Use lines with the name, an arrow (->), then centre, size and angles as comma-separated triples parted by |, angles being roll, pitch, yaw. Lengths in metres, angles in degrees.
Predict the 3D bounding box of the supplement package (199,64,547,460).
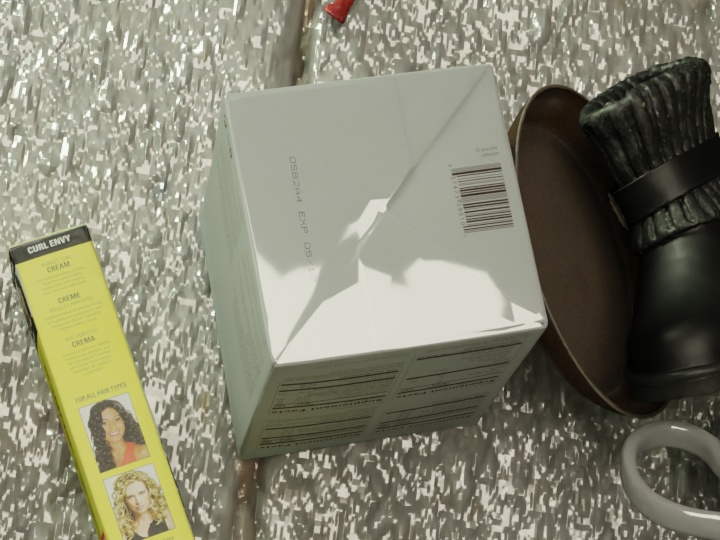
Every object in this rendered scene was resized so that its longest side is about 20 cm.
supplement package -> 0.000, 0.000, 1.254 | 0.149, 0.200, 0.153 | -8, 73, -11

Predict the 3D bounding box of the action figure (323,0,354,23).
action figure -> 0.033, -0.245, 1.378 | 0.065, 0.052, 0.200 | 42, 97, 11

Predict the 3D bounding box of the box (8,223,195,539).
box -> -0.146, 0.080, 1.273 | 0.050, 0.075, 0.201 | -18, 76, -12

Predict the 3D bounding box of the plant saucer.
plant saucer -> 0.129, -0.008, 1.309 | 0.032, 0.200, 0.202 | -19, 70, 29

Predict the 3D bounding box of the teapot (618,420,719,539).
teapot -> 0.272, 0.104, 1.291 | 0.198, 0.200, 0.146 | -49, 46, 1

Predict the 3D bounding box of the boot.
boot -> 0.175, -0.026, 1.282 | 0.079, 0.211, 0.159 | -14, 106, 17
